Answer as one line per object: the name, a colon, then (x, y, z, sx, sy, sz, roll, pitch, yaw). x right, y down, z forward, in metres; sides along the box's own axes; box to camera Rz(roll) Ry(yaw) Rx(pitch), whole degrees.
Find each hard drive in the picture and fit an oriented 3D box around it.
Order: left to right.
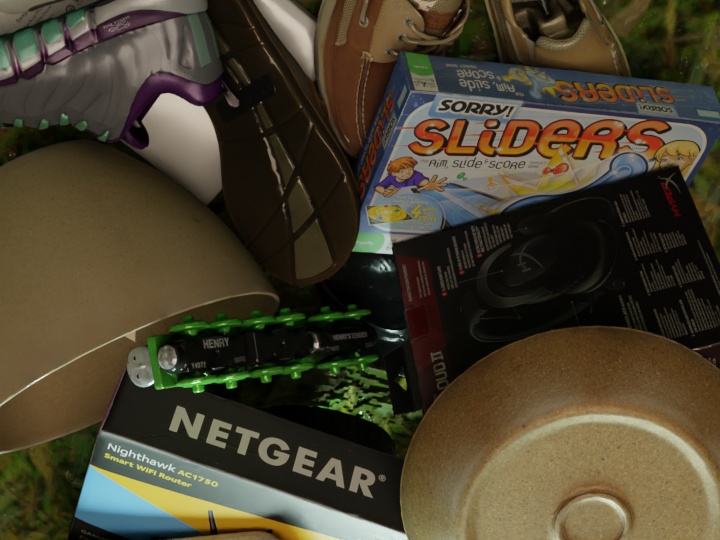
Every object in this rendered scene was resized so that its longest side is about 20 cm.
hard drive: (-0.128, -0.149, 0.932, 0.200, 0.027, 0.132, 38, 105, -18)

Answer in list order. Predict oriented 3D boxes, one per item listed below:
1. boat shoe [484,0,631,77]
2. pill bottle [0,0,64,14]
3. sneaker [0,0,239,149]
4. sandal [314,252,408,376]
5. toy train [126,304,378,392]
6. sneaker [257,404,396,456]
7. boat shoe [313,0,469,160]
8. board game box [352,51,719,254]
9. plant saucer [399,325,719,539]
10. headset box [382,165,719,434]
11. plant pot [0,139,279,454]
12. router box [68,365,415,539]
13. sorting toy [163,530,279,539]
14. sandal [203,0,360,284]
boat shoe: (0.113, -0.141, 0.927, 0.072, 0.076, 0.200, -30, 115, 5)
pill bottle: (-0.158, -0.202, 0.831, 0.199, 0.113, 0.113, -16, 114, 1)
sneaker: (-0.169, -0.097, 0.884, 0.199, 0.074, 0.088, -17, 104, 17)
sandal: (-0.001, 0.000, 0.995, 0.075, 0.048, 0.201, -35, 111, 10)
toy train: (-0.059, 0.045, 0.909, 0.056, 0.200, 0.042, -12, 84, 33)
sneaker: (-0.071, 0.155, 1.043, 0.199, 0.076, 0.115, -8, 116, 2)
boat shoe: (0.023, -0.152, 0.906, 0.076, 0.072, 0.201, -14, 119, -34)
board game box: (0.099, -0.061, 0.937, 0.199, 0.035, 0.136, 3, 139, -18)
plant saucer: (0.121, 0.126, 0.838, 0.200, 0.035, 0.201, 0, 115, -1)
headset box: (0.110, 0.036, 0.904, 0.199, 0.149, 0.077, -17, 131, 6)
plant pot: (-0.166, 0.004, 0.923, 0.200, 0.200, 0.135, -29, 79, 8)
router box: (-0.064, 0.142, 0.932, 0.199, 0.051, 0.149, 19, 143, -5)
sorting toy: (-0.099, 0.226, 0.975, 0.199, 0.037, 0.185, -6, 137, 24)
sandal: (-0.056, -0.089, 0.922, 0.082, 0.055, 0.200, -25, 98, 26)
